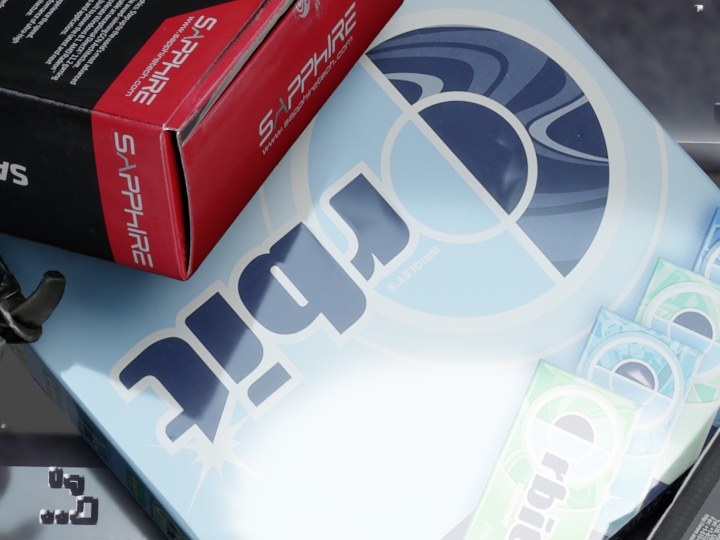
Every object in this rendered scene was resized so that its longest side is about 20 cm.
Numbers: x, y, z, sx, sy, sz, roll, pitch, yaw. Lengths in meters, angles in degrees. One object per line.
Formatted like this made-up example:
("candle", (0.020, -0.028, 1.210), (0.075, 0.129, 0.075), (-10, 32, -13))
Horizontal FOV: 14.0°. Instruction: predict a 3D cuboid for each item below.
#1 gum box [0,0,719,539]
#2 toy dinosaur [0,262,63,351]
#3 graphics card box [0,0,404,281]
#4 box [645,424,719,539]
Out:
("gum box", (0.000, 0.000, 0.786), (0.170, 0.045, 0.200), (-40, 80, -13))
("toy dinosaur", (-0.127, 0.059, 0.734), (0.199, 0.102, 0.136), (5, 112, -13))
("graphics card box", (-0.101, -0.072, 0.738), (0.199, 0.051, 0.126), (14, 44, 21))
("box", (0.127, 0.117, 0.670), (0.160, 0.044, 0.200), (22, 47, 19))
